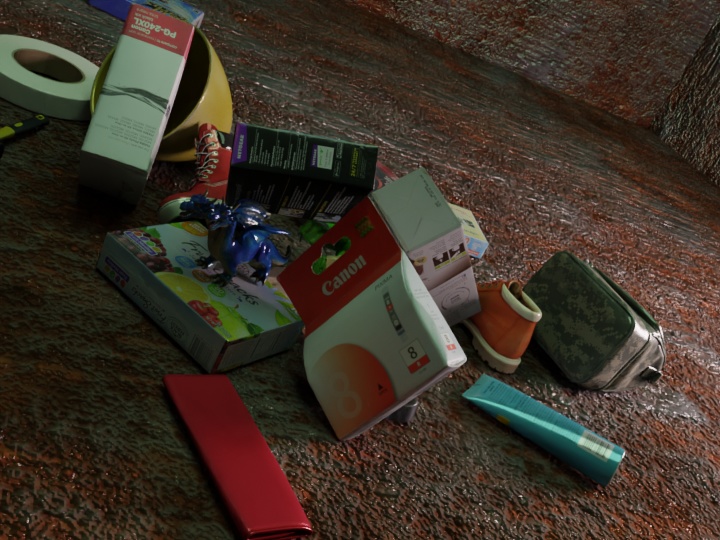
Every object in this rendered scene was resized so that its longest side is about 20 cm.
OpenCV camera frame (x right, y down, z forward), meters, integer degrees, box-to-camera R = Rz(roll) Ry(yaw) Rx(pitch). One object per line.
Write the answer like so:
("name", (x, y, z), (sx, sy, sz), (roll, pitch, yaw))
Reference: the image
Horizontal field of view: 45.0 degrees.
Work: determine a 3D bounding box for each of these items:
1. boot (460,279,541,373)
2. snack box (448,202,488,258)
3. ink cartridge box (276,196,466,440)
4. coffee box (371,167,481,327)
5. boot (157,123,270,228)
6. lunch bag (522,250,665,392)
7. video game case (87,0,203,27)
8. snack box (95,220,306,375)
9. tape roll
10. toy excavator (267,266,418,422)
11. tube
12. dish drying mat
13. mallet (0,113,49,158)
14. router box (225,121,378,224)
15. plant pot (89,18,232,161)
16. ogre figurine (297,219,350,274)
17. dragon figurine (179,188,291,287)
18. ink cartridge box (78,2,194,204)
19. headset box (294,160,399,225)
("boot", (0.186, 0.043, 1.241), (0.075, 0.108, 0.200), (8, 30, -33))
("snack box", (0.116, -0.091, 1.506), (0.199, 0.037, 0.116), (18, 28, -20))
("ink cartridge box", (-0.005, 0.050, 0.897), (0.050, 0.162, 0.201), (-12, 67, -56))
("coffee box", (0.090, -0.020, 1.142), (0.113, 0.080, 0.200), (61, -4, 37))
("boot", (-0.208, -0.123, 1.128), (0.200, 0.072, 0.145), (-13, 79, -63))
("lunch bag", (0.351, 0.083, 1.307), (0.167, 0.139, 0.200), (26, 20, -45))
("video game case", (-0.440, -0.547, 1.808), (0.199, 0.046, 0.182), (24, 26, -9))
("snack box", (-0.176, 0.023, 0.973), (0.200, 0.053, 0.142), (39, 25, 22))
("tape roll", (-0.468, -0.288, 1.295), (0.202, 0.037, 0.203), (22, 26, -11))
("toy excavator", (-0.023, 0.067, 1.011), (0.199, 0.100, 0.195), (14, 25, -8))
("tube", (0.224, 0.191, 1.071), (0.199, 0.051, 0.077), (30, 20, 17))
("dish drying mat", (-0.117, 0.167, 0.801), (0.077, 0.018, 0.200), (6, 32, -40))
("mallet", (-0.458, -0.179, 1.102), (0.066, 0.041, 0.200), (27, 21, -10))
("router box", (-0.072, -0.102, 0.965), (0.148, 0.051, 0.200), (9, -9, -10))
("plant pot", (-0.265, -0.236, 1.256), (0.200, 0.200, 0.142), (42, 0, 29))
("ogre figurine", (0.000, 0.000, 1.137), (0.199, 0.098, 0.120), (27, 20, -9))
("dragon figurine", (-0.120, -0.039, 0.967), (0.199, 0.100, 0.059), (-2, 37, -50))
("ink cartridge box", (-0.279, -0.200, 1.077), (0.083, 0.201, 0.145), (19, -16, -15))
("headset box", (-0.017, -0.119, 1.354), (0.199, 0.075, 0.149), (-13, 46, -44))
